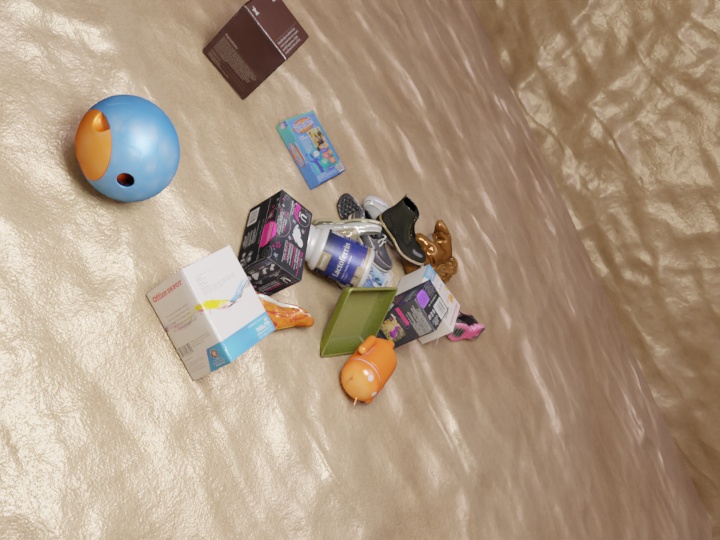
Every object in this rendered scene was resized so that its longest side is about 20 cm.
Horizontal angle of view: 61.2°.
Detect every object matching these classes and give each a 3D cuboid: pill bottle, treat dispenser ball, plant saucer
[{"bbox_3d":[-0.070,-0.040,1.581,0.195,0.117,0.118,24,48,-9],"label":"pill bottle"},{"bbox_3d":[-0.456,-0.240,1.201,0.198,0.198,0.206,27,50,-38],"label":"treat dispenser ball"},{"bbox_3d":[-0.013,0.120,1.579,0.048,0.204,0.197,37,23,34],"label":"plant saucer"}]

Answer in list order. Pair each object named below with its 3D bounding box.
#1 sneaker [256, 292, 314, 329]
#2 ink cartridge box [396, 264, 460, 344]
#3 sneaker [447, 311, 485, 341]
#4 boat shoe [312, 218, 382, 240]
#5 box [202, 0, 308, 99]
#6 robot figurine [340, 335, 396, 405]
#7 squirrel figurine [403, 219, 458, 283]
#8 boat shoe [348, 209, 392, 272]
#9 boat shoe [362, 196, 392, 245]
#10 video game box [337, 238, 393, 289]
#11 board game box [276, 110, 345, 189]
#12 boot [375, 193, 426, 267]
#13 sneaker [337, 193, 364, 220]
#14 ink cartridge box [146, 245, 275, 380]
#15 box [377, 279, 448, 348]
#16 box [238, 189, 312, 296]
[{"bbox_3d":[-0.194,0.111,1.444,0.197,0.072,0.080,20,77,-38],"label":"sneaker"},{"bbox_3d":[0.207,0.113,1.861,0.201,0.124,0.130,49,40,-18],"label":"ink cartridge box"},{"bbox_3d":[0.333,0.178,2.036,0.197,0.079,0.097,10,40,-48],"label":"sneaker"},{"bbox_3d":[-0.035,-0.102,1.677,0.193,0.075,0.071,-1,78,-3],"label":"boat shoe"},{"bbox_3d":[-0.278,-0.603,1.622,0.165,0.197,0.168,48,41,-19],"label":"box"},{"bbox_3d":[0.023,0.255,1.568,0.116,0.145,0.200,41,39,5],"label":"robot figurine"},{"bbox_3d":[0.221,-0.024,1.952,0.203,0.140,0.186,56,44,-6],"label":"squirrel figurine"},{"bbox_3d":[0.042,-0.086,1.755,0.202,0.062,0.073,55,35,-12],"label":"boat shoe"},{"bbox_3d":[0.078,-0.146,1.894,0.199,0.073,0.066,42,38,-25],"label":"boat shoe"},{"bbox_3d":[0.000,0.000,1.742,0.201,0.046,0.184,50,37,-18],"label":"video game box"},{"bbox_3d":[-0.141,-0.353,1.771,0.151,0.044,0.204,-36,99,-52],"label":"board game box"},{"bbox_3d":[0.152,-0.115,1.804,0.200,0.138,0.078,43,43,-11],"label":"boot"},{"bbox_3d":[-0.001,-0.145,1.824,0.202,0.071,0.083,54,15,-16],"label":"sneaker"},{"bbox_3d":[-0.305,0.085,1.245,0.145,0.145,0.204,-34,97,-52],"label":"ink cartridge box"},{"bbox_3d":[0.127,0.129,1.694,0.108,0.197,0.122,56,39,-8],"label":"box"},{"bbox_3d":[-0.205,-0.063,1.459,0.114,0.130,0.205,36,45,-35],"label":"box"}]
